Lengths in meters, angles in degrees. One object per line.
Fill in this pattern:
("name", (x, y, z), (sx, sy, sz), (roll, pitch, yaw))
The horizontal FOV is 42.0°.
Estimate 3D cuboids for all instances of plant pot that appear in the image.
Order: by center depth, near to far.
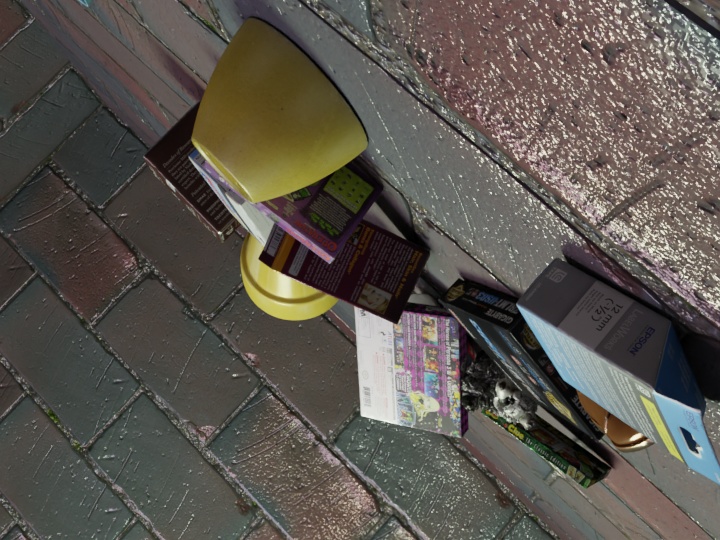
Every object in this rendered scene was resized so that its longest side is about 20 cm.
("plant pot", (-0.110, -0.164, 1.079), (0.200, 0.142, 0.200), (43, 172, 7))
("plant pot", (-0.116, -0.043, 1.656), (0.200, 0.200, 0.190), (42, 156, 18))

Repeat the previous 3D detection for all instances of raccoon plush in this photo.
("raccoon plush", (0.245, 0.180, 1.406), (0.133, 0.098, 0.199), (20, -170, 38))

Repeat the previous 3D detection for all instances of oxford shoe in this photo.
("oxford shoe", (0.265, 0.136, 0.968), (0.071, 0.071, 0.200), (49, 173, -5))

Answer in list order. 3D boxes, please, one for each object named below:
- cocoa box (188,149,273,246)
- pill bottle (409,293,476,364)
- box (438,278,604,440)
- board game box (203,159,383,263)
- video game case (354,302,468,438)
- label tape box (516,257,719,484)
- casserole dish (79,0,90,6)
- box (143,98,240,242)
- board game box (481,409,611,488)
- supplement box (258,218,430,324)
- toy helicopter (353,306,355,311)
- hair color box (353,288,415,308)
("cocoa box", (-0.152, -0.139, 1.466), (0.131, 0.133, 0.200), (41, 172, 25))
("pill bottle", (0.126, 0.144, 1.563), (0.200, 0.120, 0.119), (49, 171, -35))
("box", (0.210, 0.107, 1.191), (0.200, 0.050, 0.198), (48, 171, -21))
("board game box", (-0.083, -0.116, 1.177), (0.199, 0.121, 0.032), (38, 154, -3))
("video game case", (0.078, 0.146, 1.448), (0.179, 0.036, 0.203), (7, 112, 29))
("label tape box", (0.246, 0.088, 0.830), (0.199, 0.066, 0.144), (33, 167, 45))
("casserole dish", (-0.535, -0.552, 1.665), (0.121, 0.039, 0.200), (42, 171, 21))
("box", (-0.273, -0.185, 1.759), (0.200, 0.164, 0.166), (45, 173, -2))
("board game box", (0.292, 0.267, 1.476), (0.199, 0.024, 0.104), (35, -165, 27))
("supplement box", (-0.022, -0.020, 1.267), (0.198, 0.111, 0.086), (24, -178, -23))
("toy helicopter", (0.018, 0.066, 1.874), (0.133, 0.078, 0.201), (60, 172, 26))
("hair color box", (0.000, 0.000, 1.487), (0.200, 0.100, 0.062), (-155, 49, -67))
